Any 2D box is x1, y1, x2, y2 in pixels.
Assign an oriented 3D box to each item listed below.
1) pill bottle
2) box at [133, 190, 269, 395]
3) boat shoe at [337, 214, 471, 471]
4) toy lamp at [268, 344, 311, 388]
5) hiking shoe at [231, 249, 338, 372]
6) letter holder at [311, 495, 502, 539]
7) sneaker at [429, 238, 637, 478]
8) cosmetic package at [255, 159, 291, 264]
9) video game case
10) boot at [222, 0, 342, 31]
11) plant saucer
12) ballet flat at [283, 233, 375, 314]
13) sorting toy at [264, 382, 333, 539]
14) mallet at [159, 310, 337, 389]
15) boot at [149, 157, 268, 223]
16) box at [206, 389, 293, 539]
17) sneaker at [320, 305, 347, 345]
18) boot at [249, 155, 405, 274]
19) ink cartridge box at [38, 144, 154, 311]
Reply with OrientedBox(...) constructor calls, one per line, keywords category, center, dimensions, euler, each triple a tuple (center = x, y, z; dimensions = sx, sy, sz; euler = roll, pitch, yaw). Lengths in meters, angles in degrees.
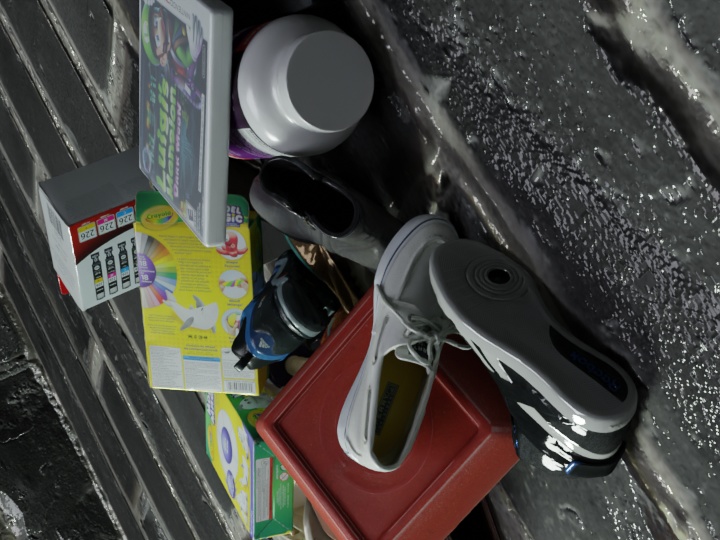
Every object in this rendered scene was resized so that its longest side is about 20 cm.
OrientedBox(category="pill bottle", center=(-0.067, -0.151, 1.040), dimensions=(0.199, 0.112, 0.114), euler=(7, 118, 63))
OrientedBox(category="box", center=(-0.150, 0.017, 1.185), dimensions=(0.048, 0.116, 0.202), euler=(-68, -21, -63))
OrientedBox(category="boat shoe", center=(0.040, 0.057, 0.954), dimensions=(0.086, 0.074, 0.204), euler=(16, 85, 68))
OrientedBox(category="toy lamp", center=(-0.053, 0.105, 1.321), dimensions=(0.199, 0.058, 0.059), euler=(3, 115, 65))
OrientedBox(category="hiking shoe", center=(-0.075, 0.035, 1.141), dimensions=(0.075, 0.086, 0.200), euler=(53, -173, -2))
OrientedBox(category="letter holder", center=(0.039, 0.239, 1.194), dimensions=(0.199, 0.100, 0.144), euler=(-1, 113, 65))
OrientedBox(category="sneaker", center=(0.112, 0.075, 0.914), dimensions=(0.200, 0.072, 0.113), euler=(47, 149, 35))
OrientedBox(category="cosmetic package", center=(-0.145, -0.097, 1.299), dimensions=(0.051, 0.082, 0.202), euler=(-6, 106, 65))
OrientedBox(category="video game case", center=(-0.153, -0.148, 1.065), dimensions=(0.182, 0.023, 0.202), euler=(44, 136, 52))
OrientedBox(category="boot", center=(-0.089, -0.282, 1.022), dimensions=(0.166, 0.065, 0.200), euler=(63, 161, -15))
OrientedBox(category="plant saucer", center=(0.017, 0.131, 1.037), dimensions=(0.200, 0.200, 0.037), euler=(48, -164, 25))
OrientedBox(category="ballet flat", center=(0.000, 0.000, 1.112), dimensions=(0.201, 0.067, 0.072), euler=(58, 135, 18))
OrientedBox(category="sorting toy", center=(-0.067, 0.206, 1.357), dimensions=(0.182, 0.106, 0.200), euler=(65, 160, -10))
OrientedBox(category="mallet", center=(-0.110, 0.082, 1.255), dimensions=(0.066, 0.198, 0.041), euler=(60, 180, 17))
OrientedBox(category="boot", center=(-0.115, -0.060, 1.215), dimensions=(0.200, 0.097, 0.075), euler=(43, 164, 22))
OrientedBox(category="box", center=(-0.122, 0.175, 1.308), dimensions=(0.200, 0.048, 0.119), euler=(-133, 41, -60))
OrientedBox(category="sneaker", center=(0.002, 0.116, 1.141), dimensions=(0.073, 0.076, 0.202), euler=(46, -143, -46))
OrientedBox(category="boot", center=(-0.045, -0.064, 1.037), dimensions=(0.199, 0.070, 0.131), euler=(23, 174, 38))
OrientedBox(category="ink cartridge box", center=(-0.248, -0.046, 1.416), dimensions=(0.084, 0.198, 0.177), euler=(47, 150, 34))
